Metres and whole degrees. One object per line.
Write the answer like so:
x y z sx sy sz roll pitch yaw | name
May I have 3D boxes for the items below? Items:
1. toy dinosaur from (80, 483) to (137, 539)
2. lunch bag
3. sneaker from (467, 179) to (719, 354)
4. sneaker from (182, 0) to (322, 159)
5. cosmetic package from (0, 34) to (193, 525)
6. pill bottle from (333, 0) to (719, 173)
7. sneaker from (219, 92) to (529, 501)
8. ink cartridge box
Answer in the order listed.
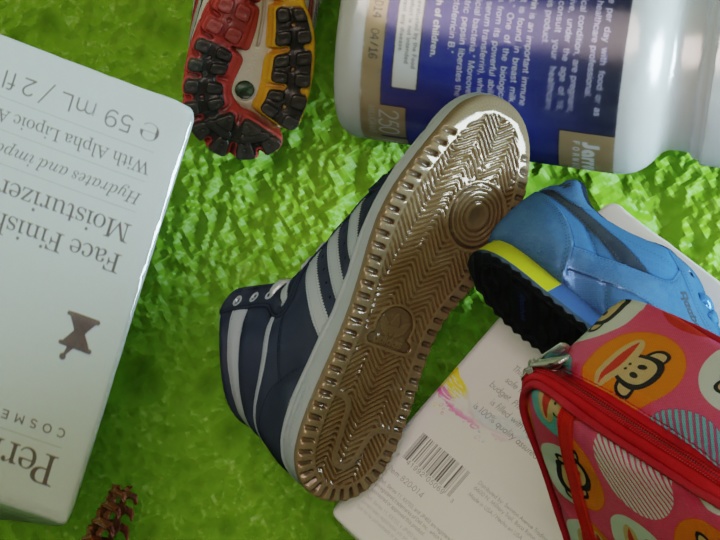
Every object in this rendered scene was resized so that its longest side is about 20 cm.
-0.123 0.209 1.259 0.135 0.102 0.201 1 102 24 | toy dinosaur
0.142 0.108 1.118 0.082 0.201 0.176 -38 44 -20 | lunch bag
0.141 0.032 1.193 0.078 0.066 0.200 -38 67 -22 | sneaker
-0.048 -0.160 1.305 0.077 0.082 0.201 14 104 -9 | sneaker
-0.198 0.000 1.245 0.164 0.165 0.201 19 79 -17 | cosmetic package
0.094 -0.108 1.288 0.199 0.116 0.117 8 79 8 | pill bottle
0.000 0.000 1.267 0.070 0.108 0.201 25 92 -32 | sneaker
0.098 0.081 1.261 0.117 0.067 0.200 40 85 27 | ink cartridge box
